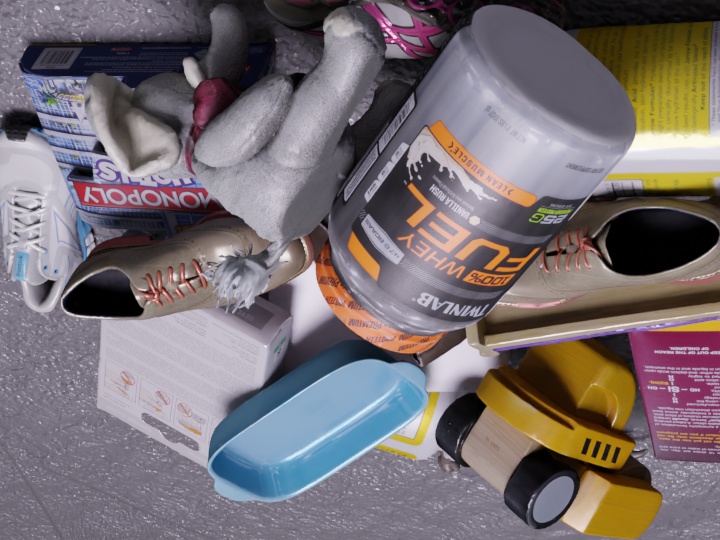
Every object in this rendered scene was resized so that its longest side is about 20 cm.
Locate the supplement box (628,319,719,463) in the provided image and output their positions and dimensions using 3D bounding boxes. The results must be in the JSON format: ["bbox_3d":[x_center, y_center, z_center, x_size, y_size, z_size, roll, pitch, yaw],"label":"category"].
[{"bbox_3d":[0.265,0.054,1.031,0.085,0.110,0.200,0,142,20],"label":"supplement box"}]

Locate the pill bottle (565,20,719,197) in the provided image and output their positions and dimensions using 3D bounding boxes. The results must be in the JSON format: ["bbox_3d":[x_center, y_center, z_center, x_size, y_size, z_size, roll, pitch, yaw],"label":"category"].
[{"bbox_3d":[0.177,-0.102,0.850,0.200,0.111,0.111,0,142,17],"label":"pill bottle"}]

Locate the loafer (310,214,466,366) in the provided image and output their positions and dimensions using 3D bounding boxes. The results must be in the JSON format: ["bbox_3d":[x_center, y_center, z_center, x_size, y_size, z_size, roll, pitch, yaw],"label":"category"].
[{"bbox_3d":[0.000,0.000,1.026,0.200,0.071,0.073,38,170,10],"label":"loafer"}]

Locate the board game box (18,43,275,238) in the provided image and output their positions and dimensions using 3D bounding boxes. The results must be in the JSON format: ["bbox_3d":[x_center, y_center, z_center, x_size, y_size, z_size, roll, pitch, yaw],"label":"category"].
[{"bbox_3d":[-0.147,-0.076,1.014,0.200,0.062,0.200,2,133,16],"label":"board game box"}]

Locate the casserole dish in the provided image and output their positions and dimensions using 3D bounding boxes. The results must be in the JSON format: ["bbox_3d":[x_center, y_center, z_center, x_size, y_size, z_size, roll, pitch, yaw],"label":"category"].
[{"bbox_3d":[-0.038,0.120,1.072,0.200,0.039,0.121,-35,139,15],"label":"casserole dish"}]

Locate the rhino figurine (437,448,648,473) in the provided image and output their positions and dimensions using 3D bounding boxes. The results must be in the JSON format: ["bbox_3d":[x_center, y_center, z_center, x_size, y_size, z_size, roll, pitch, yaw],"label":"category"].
[{"bbox_3d":[0.173,0.165,1.254,0.200,0.060,0.088,5,146,9],"label":"rhino figurine"}]

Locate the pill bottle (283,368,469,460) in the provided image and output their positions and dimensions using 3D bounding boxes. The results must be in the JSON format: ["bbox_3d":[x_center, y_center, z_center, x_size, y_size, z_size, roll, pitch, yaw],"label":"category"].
[{"bbox_3d":[0.024,0.103,1.174,0.200,0.114,0.114,17,144,-4],"label":"pill bottle"}]

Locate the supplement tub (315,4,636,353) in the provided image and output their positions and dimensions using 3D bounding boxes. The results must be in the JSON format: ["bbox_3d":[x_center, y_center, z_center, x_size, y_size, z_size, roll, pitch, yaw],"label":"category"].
[{"bbox_3d":[0.061,-0.048,0.791,0.122,0.123,0.200,25,126,-15],"label":"supplement tub"}]

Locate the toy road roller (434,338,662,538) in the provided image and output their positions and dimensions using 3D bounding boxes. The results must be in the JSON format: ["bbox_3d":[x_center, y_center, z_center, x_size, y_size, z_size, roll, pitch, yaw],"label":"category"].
[{"bbox_3d":[0.176,0.127,1.082,0.200,0.146,0.123,21,-167,-45],"label":"toy road roller"}]

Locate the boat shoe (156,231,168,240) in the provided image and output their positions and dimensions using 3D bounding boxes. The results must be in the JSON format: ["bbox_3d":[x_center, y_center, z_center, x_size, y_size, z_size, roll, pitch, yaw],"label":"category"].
[{"bbox_3d":[-0.176,0.000,1.166,0.200,0.073,0.062,-26,86,50],"label":"boat shoe"}]

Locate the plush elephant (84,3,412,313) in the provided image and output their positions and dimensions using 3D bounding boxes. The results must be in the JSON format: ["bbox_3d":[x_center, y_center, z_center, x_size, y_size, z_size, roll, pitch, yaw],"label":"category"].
[{"bbox_3d":[-0.077,-0.095,0.842,0.155,0.200,0.165,38,-174,18],"label":"plush elephant"}]

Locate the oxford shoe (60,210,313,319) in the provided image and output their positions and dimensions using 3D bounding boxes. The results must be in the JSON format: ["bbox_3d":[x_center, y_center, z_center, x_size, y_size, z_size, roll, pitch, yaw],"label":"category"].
[{"bbox_3d":[-0.130,0.007,0.973,0.200,0.075,0.071,-13,110,25],"label":"oxford shoe"}]

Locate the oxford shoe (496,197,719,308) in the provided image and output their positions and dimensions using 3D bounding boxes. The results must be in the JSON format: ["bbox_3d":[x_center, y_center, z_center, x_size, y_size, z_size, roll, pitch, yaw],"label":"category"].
[{"bbox_3d":[0.142,-0.018,0.848,0.200,0.071,0.075,-10,172,20],"label":"oxford shoe"}]

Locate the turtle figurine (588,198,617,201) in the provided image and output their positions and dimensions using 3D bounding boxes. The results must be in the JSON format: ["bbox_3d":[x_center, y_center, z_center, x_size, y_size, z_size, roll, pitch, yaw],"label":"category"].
[{"bbox_3d":[0.081,-0.058,0.979,0.200,0.065,0.161,4,156,-13],"label":"turtle figurine"}]

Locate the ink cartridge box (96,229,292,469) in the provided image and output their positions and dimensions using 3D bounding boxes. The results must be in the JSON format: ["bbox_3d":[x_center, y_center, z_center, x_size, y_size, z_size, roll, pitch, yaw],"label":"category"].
[{"bbox_3d":[-0.145,0.078,1.117,0.161,0.050,0.200,27,139,13],"label":"ink cartridge box"}]

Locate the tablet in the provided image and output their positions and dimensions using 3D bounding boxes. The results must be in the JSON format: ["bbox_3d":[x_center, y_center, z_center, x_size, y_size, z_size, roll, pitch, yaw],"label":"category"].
[{"bbox_3d":[0.024,0.040,1.089,0.200,0.014,0.130,0,107,0],"label":"tablet"}]

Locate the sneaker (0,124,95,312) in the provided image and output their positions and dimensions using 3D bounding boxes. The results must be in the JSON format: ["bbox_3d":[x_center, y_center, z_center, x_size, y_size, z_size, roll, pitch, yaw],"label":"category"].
[{"bbox_3d":[-0.271,-0.037,1.110,0.075,0.087,0.200,9,143,9],"label":"sneaker"}]

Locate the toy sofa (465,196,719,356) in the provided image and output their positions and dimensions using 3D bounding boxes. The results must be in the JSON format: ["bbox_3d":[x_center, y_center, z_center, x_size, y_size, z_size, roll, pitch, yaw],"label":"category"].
[{"bbox_3d":[0.174,0.007,0.926,0.200,0.083,0.098,-10,167,18],"label":"toy sofa"}]

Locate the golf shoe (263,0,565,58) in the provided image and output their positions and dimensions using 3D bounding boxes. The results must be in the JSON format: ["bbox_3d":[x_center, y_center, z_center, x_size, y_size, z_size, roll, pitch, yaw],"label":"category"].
[{"bbox_3d":[0.034,-0.173,0.847,0.200,0.073,0.092,14,162,12],"label":"golf shoe"}]
